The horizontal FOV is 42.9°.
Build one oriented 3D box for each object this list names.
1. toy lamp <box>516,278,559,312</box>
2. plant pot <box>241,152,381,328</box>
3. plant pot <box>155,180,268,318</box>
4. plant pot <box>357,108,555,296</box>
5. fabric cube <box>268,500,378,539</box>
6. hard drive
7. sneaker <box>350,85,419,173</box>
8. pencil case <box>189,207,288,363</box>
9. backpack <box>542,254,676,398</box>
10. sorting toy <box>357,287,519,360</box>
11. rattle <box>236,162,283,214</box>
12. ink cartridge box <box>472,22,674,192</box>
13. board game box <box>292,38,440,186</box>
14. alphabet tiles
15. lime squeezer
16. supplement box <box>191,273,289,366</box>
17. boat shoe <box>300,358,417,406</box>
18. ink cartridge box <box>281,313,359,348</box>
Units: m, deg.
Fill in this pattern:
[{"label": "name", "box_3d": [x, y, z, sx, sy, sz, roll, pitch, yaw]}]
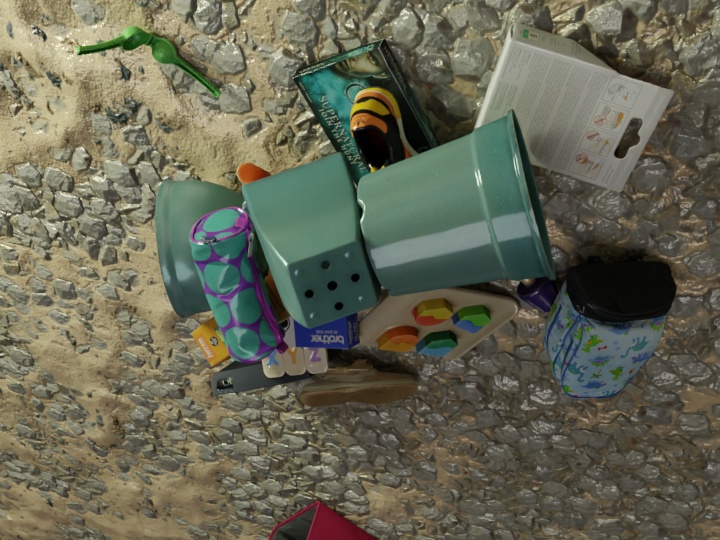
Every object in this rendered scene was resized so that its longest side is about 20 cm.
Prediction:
[{"label": "toy lamp", "box_3d": [0.210, -0.019, 1.276, 0.058, 0.058, 0.200, -24, 118, 37]}, {"label": "plant pot", "box_3d": [-0.050, -0.028, 1.118, 0.140, 0.200, 0.142, -19, 118, -3]}, {"label": "plant pot", "box_3d": [-0.207, -0.039, 1.337, 0.133, 0.201, 0.202, -7, 132, 2]}, {"label": "plant pot", "box_3d": [0.109, -0.064, 1.071, 0.194, 0.201, 0.201, -14, 127, 14]}, {"label": "fabric cube", "box_3d": [-0.088, 0.646, 1.935, 0.199, 0.197, 0.200, 35, 134, -17]}, {"label": "hard drive", "box_3d": [-0.143, 0.158, 1.536, 0.198, 0.135, 0.043, -14, 100, 29]}, {"label": "sneaker", "box_3d": [0.038, -0.130, 1.167, 0.069, 0.090, 0.201, -10, 128, 28]}, {"label": "pencil case", "box_3d": [-0.163, 0.022, 1.232, 0.092, 0.085, 0.202, 0, 121, 26]}, {"label": "backpack", "box_3d": [0.332, 0.086, 1.275, 0.161, 0.155, 0.200, -1, 154, -18]}, {"label": "sorting toy", "box_3d": [0.112, 0.082, 1.377, 0.198, 0.037, 0.185, 14, 142, -29]}, {"label": "rattle", "box_3d": [-0.057, -0.088, 1.242, 0.142, 0.131, 0.200, 6, 151, 31]}, {"label": "ink cartridge box", "box_3d": [0.250, -0.193, 1.102, 0.198, 0.050, 0.162, 16, 136, -1]}, {"label": "board game box", "box_3d": [0.016, -0.195, 1.199, 0.134, 0.028, 0.201, -12, 127, 31]}, {"label": "alphabet tiles", "box_3d": [-0.117, 0.068, 1.434, 0.198, 0.015, 0.198, -8, 92, 27]}, {"label": "lime squeezer", "box_3d": [-0.274, -0.285, 1.204, 0.199, 0.071, 0.038, 13, 127, -35]}, {"label": "supplement box", "box_3d": [-0.157, 0.066, 1.353, 0.199, 0.069, 0.067, -36, 88, 31]}, {"label": "boat shoe", "box_3d": [-0.004, 0.182, 1.542, 0.198, 0.070, 0.074, -2, 146, -7]}, {"label": "ink cartridge box", "box_3d": [-0.100, 0.067, 1.392, 0.198, 0.044, 0.095, -1, 97, 26]}]
